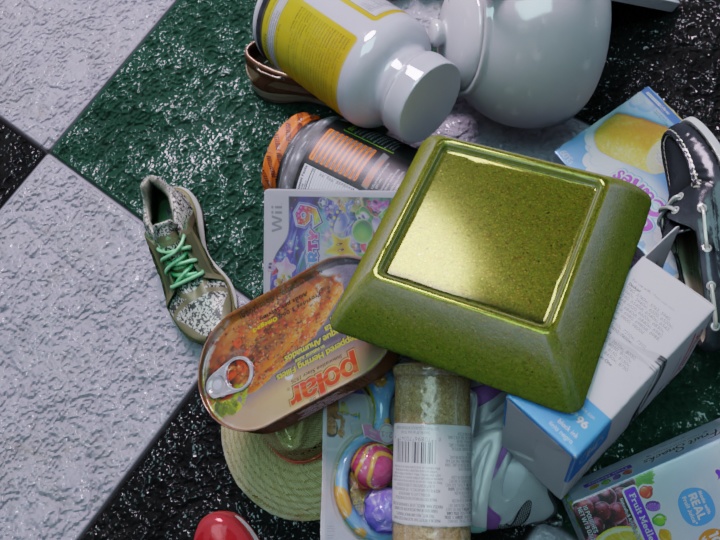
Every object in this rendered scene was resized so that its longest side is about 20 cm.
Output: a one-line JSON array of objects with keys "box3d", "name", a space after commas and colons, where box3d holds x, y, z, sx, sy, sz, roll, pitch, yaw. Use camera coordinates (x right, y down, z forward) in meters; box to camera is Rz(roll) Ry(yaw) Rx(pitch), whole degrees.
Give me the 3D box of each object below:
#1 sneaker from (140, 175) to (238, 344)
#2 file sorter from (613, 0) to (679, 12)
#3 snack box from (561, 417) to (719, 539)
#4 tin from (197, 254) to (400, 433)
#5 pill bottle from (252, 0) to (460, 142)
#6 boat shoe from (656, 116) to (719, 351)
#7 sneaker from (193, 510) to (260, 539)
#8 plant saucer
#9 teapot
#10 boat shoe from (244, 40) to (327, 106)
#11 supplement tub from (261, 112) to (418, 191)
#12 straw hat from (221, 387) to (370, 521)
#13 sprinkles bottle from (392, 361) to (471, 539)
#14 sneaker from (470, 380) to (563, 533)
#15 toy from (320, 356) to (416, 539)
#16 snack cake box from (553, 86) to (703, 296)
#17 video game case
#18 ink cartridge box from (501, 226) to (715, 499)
[{"box3d": [-0.192, -0.015, 0.826, 0.076, 0.089, 0.201, -28, 66, 1], "name": "sneaker"}, {"box3d": [0.269, -0.388, 0.810, 0.138, 0.125, 0.201, -5, 59, -36], "name": "file sorter"}, {"box3d": [0.279, 0.203, 0.628, 0.199, 0.053, 0.143, -24, 89, 3], "name": "snack box"}, {"box3d": [-0.050, 0.067, 0.686, 0.199, 0.042, 0.113, -28, 59, 14], "name": "tin"}, {"box3d": [-0.004, -0.207, 0.759, 0.112, 0.112, 0.200, -46, 62, -6], "name": "pill bottle"}, {"box3d": [0.280, -0.033, 0.658, 0.060, 0.076, 0.202, -13, 67, 3], "name": "boat shoe"}, {"box3d": [-0.117, 0.302, 0.673, 0.078, 0.116, 0.201, -20, 66, 5], "name": "sneaker"}, {"box3d": [0.099, -0.020, 0.600, 0.199, 0.048, 0.201, 18, 63, 20], "name": "plant saucer"}, {"box3d": [0.137, -0.231, 0.761, 0.145, 0.202, 0.198, -3, 30, -13], "name": "teapot"}, {"box3d": [-0.037, -0.226, 0.879, 0.198, 0.072, 0.076, 0, 69, 13], "name": "boat shoe"}, {"box3d": [0.008, -0.074, 0.784, 0.199, 0.123, 0.123, 29, 78, 22], "name": "supplement tub"}, {"box3d": [-0.058, 0.126, 0.742, 0.199, 0.085, 0.203, -4, 68, 11], "name": "straw hat"}, {"box3d": [0.058, 0.176, 0.641, 0.068, 0.068, 0.202, -1, 78, 13], "name": "sprinkles bottle"}, {"box3d": [0.145, 0.127, 0.706, 0.139, 0.078, 0.202, -2, 78, 11], "name": "sneaker"}, {"box3d": [0.024, 0.169, 0.694, 0.114, 0.047, 0.202, 10, 65, -27], "name": "toy"}, {"box3d": [0.285, -0.058, 0.743, 0.115, 0.067, 0.201, -34, 66, -2], "name": "snack cake box"}, {"box3d": [0.000, 0.000, 0.715, 0.198, 0.018, 0.145, 4, 96, 26], "name": "video game case"}, {"box3d": [0.202, 0.072, 0.622, 0.200, 0.116, 0.068, -42, 63, -15], "name": "ink cartridge box"}]
